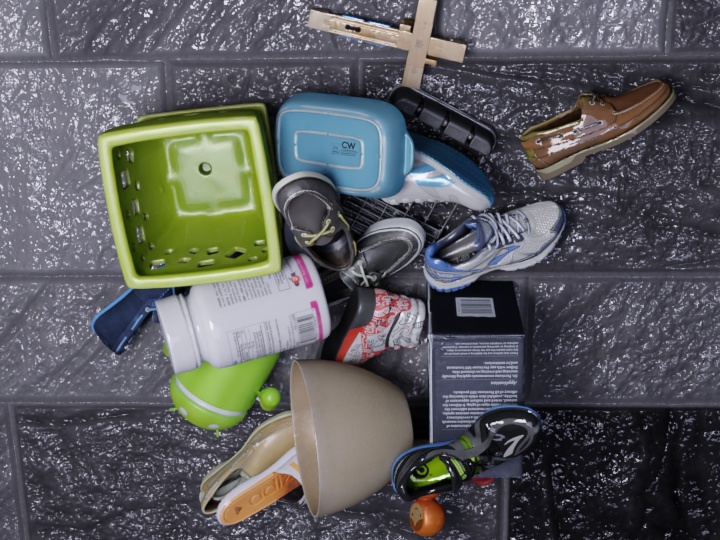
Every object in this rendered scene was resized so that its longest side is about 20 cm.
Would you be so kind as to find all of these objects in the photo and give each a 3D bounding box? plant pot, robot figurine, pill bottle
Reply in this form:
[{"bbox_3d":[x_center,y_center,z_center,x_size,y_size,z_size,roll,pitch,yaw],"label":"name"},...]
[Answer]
[{"bbox_3d":[-0.198,-0.106,1.497,0.198,0.182,0.200,-6,109,5],"label":"plant pot"},{"bbox_3d":[-0.181,0.127,1.611,0.175,0.116,0.200,29,107,-2],"label":"robot figurine"},{"bbox_3d":[-0.147,0.056,1.492,0.200,0.113,0.114,-15,109,-12],"label":"pill bottle"},{"bbox_3d":[-0.008,0.206,1.534,0.134,0.200,0.201,-6,110,-12],"label":"plant pot"}]

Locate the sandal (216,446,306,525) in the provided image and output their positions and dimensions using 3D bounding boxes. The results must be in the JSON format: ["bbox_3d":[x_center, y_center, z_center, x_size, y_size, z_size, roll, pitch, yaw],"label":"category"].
[{"bbox_3d":[-0.099,0.301,1.653,0.206,0.059,0.079,-32,139,-21],"label":"sandal"}]

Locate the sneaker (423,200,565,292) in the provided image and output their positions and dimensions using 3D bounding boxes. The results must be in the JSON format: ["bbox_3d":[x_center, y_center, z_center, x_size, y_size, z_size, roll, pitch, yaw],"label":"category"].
[{"bbox_3d":[0.171,-0.038,1.538,0.200,0.085,0.077,-27,62,2],"label":"sneaker"}]

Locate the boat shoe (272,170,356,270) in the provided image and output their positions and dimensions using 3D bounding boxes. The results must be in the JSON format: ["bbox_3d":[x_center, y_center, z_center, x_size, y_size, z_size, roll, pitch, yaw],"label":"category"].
[{"bbox_3d":[-0.048,-0.057,1.441,0.072,0.201,0.061,-25,67,7],"label":"boat shoe"}]

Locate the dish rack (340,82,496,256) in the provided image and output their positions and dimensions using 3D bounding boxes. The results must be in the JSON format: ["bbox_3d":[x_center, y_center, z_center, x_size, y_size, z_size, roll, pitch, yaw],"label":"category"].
[{"bbox_3d":[0.068,-0.122,1.550,0.153,0.055,0.200,27,110,-6],"label":"dish rack"}]

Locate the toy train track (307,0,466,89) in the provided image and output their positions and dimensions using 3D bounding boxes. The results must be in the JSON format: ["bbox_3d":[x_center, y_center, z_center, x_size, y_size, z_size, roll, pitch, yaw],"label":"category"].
[{"bbox_3d":[0.034,-0.297,1.503,0.200,0.033,0.115,14,116,3],"label":"toy train track"}]

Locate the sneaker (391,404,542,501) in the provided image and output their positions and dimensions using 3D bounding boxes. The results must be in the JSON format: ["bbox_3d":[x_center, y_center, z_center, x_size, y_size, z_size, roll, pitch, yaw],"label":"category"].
[{"bbox_3d":[0.130,0.227,1.441,0.199,0.083,0.071,-26,107,10],"label":"sneaker"}]

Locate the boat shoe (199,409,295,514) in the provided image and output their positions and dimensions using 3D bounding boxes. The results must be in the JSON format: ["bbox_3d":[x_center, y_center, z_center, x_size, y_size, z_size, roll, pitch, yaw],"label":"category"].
[{"bbox_3d":[-0.146,0.278,1.684,0.072,0.076,0.200,43,105,-12],"label":"boat shoe"}]

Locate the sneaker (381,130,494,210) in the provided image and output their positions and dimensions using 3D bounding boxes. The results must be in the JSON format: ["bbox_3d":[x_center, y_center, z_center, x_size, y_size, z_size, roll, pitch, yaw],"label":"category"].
[{"bbox_3d":[0.071,-0.118,1.489,0.200,0.077,0.081,24,117,2],"label":"sneaker"}]

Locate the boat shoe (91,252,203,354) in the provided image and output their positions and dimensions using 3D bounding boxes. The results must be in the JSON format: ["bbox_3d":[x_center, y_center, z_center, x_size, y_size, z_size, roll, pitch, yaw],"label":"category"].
[{"bbox_3d":[-0.270,0.041,1.610,0.200,0.084,0.069,-37,85,27],"label":"boat shoe"}]

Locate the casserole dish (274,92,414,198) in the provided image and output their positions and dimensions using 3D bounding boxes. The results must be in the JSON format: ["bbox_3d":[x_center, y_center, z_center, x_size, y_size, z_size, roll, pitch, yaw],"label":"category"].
[{"bbox_3d":[-0.030,-0.149,1.448,0.200,0.039,0.121,11,111,28],"label":"casserole dish"}]

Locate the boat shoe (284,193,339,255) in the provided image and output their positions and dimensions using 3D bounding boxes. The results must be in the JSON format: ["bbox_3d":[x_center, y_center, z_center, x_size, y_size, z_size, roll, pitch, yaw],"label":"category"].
[{"bbox_3d":[-0.059,-0.115,1.548,0.070,0.066,0.200,4,114,-2],"label":"boat shoe"}]

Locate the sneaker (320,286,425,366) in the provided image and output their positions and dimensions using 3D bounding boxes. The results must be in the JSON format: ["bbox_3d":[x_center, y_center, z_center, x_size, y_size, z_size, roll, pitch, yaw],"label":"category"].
[{"bbox_3d":[0.018,0.097,1.593,0.108,0.067,0.202,10,141,-15],"label":"sneaker"}]

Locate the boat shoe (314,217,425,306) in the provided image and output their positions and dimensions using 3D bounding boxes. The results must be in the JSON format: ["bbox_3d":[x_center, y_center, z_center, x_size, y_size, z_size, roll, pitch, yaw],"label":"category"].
[{"bbox_3d":[0.000,0.000,1.559,0.200,0.064,0.071,-29,116,30],"label":"boat shoe"}]

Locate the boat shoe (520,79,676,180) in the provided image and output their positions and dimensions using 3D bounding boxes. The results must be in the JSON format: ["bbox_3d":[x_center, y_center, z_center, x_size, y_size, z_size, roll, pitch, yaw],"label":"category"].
[{"bbox_3d":[0.297,-0.190,1.506,0.200,0.072,0.068,-31,107,12],"label":"boat shoe"}]

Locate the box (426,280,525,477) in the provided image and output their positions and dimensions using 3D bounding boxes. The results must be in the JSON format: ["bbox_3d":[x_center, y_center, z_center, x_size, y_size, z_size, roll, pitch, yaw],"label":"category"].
[{"bbox_3d":[0.146,0.137,1.558,0.124,0.200,0.197,1,110,2],"label":"box"}]

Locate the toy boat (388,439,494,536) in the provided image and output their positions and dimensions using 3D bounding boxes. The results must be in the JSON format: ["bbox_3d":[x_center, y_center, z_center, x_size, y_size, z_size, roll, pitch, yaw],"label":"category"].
[{"bbox_3d":[0.087,0.297,1.641,0.199,0.131,0.131,-1,81,3],"label":"toy boat"}]
